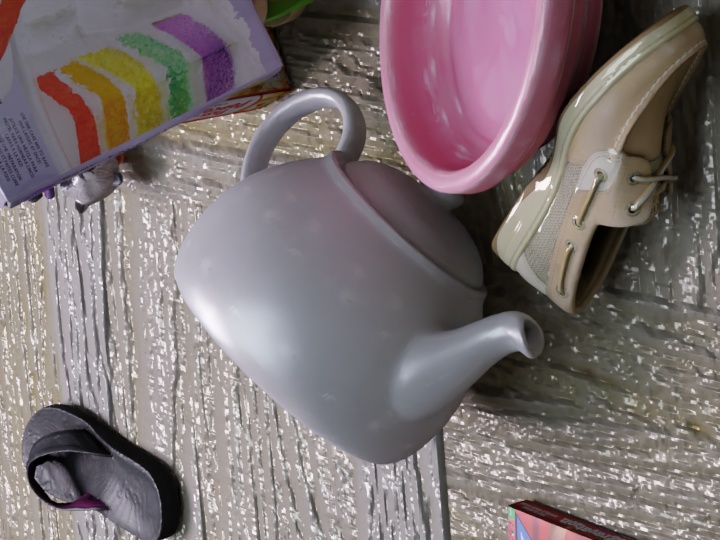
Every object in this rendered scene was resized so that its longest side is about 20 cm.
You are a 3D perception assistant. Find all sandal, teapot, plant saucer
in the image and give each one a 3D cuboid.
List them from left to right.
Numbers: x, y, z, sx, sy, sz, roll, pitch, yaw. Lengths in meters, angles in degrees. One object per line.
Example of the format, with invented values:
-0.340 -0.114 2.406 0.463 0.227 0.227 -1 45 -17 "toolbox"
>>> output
-0.203 0.146 1.961 0.200 0.048 0.076 15 113 52 "sandal"
0.000 0.000 1.535 0.200 0.197 0.146 41 99 -2 "teapot"
0.072 -0.140 1.428 0.200 0.050 0.202 -176 90 -67 "plant saucer"

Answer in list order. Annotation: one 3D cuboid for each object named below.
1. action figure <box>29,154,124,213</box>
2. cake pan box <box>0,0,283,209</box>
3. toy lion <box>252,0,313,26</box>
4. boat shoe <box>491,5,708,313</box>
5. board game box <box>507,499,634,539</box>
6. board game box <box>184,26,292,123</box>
-0.215 -0.135 1.842 0.200 0.104 0.195 115 131 -76 "action figure"
-0.167 -0.164 1.557 0.201 0.183 0.052 65 170 0 "cake pan box"
-0.057 -0.263 1.588 0.191 0.069 0.201 -32 87 38 "toy lion"
0.135 -0.054 1.391 0.065 0.072 0.200 46 137 15 "boat shoe"
0.125 0.240 1.542 0.103 0.019 0.202 15 113 51 "board game box"
-0.152 -0.161 1.651 0.046 0.199 0.153 -23 81 55 "board game box"
